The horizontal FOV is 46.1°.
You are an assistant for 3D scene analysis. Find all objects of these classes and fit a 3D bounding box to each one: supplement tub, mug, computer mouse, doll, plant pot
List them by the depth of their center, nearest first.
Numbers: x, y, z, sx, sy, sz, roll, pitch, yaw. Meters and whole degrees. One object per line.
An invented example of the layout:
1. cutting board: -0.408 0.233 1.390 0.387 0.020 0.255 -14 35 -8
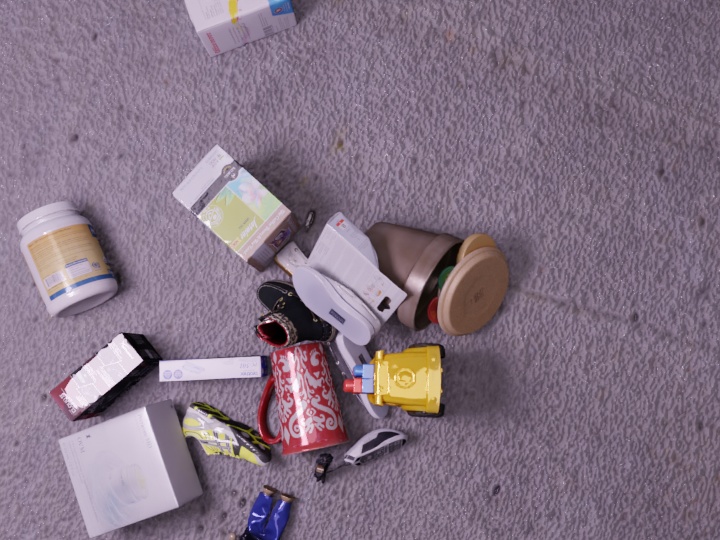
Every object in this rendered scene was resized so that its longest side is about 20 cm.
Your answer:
1. mug: -0.127 0.254 1.662 0.177 0.133 0.201 -11 81 -1
2. plant pot: 0.087 -0.008 1.664 0.173 0.200 0.201 29 86 22
3. computer mouse: -0.002 0.355 1.675 0.199 0.110 0.044 -21 62 -12
4. doll: -0.192 0.536 1.676 0.136 0.048 0.201 21 85 5
5. supplement tub: -0.588 -0.022 1.692 0.144 0.145 0.201 -25 85 -1

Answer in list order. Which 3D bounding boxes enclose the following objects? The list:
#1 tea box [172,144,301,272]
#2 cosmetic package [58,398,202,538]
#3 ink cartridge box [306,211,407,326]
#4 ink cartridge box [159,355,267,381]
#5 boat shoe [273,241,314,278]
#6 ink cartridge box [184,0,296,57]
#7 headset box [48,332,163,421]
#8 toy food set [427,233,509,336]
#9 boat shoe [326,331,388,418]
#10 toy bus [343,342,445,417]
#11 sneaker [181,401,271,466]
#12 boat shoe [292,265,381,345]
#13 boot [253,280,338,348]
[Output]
1. tea box: -0.235 -0.115 1.663 0.197 0.200 0.134 41 87 5
2. cosmetic package: -0.444 0.381 1.644 0.199 0.123 0.200 -22 84 10
3. ink cartridge box: 0.000 0.000 1.618 0.200 0.162 0.050 39 58 4
4. ink cartridge box: -0.290 0.195 1.688 0.199 0.094 0.044 -3 85 2
5. boat shoe: -0.082 0.016 1.711 0.200 0.071 0.069 41 81 4
6. ink cartridge box: -0.253 -0.557 1.732 0.199 0.147 0.147 -21 85 -1
7. headset box: -0.503 0.214 1.666 0.200 0.149 0.077 -39 84 -1
8. toy food set: 0.214 0.039 1.656 0.198 0.200 0.049 -49 49 -9
9. boat shoe: -0.010 0.207 1.692 0.066 0.070 0.201 -15 109 42
10. toy bus: 0.063 0.213 1.618 0.191 0.200 0.136 0 79 0
11. sneaker: -0.267 0.340 1.692 0.199 0.075 0.077 29 94 14
12. boat shoe: -0.046 0.061 1.630 0.200 0.065 0.074 46 126 5
13. boot: -0.159 0.082 1.640 0.203 0.153 0.074 31 111 29
